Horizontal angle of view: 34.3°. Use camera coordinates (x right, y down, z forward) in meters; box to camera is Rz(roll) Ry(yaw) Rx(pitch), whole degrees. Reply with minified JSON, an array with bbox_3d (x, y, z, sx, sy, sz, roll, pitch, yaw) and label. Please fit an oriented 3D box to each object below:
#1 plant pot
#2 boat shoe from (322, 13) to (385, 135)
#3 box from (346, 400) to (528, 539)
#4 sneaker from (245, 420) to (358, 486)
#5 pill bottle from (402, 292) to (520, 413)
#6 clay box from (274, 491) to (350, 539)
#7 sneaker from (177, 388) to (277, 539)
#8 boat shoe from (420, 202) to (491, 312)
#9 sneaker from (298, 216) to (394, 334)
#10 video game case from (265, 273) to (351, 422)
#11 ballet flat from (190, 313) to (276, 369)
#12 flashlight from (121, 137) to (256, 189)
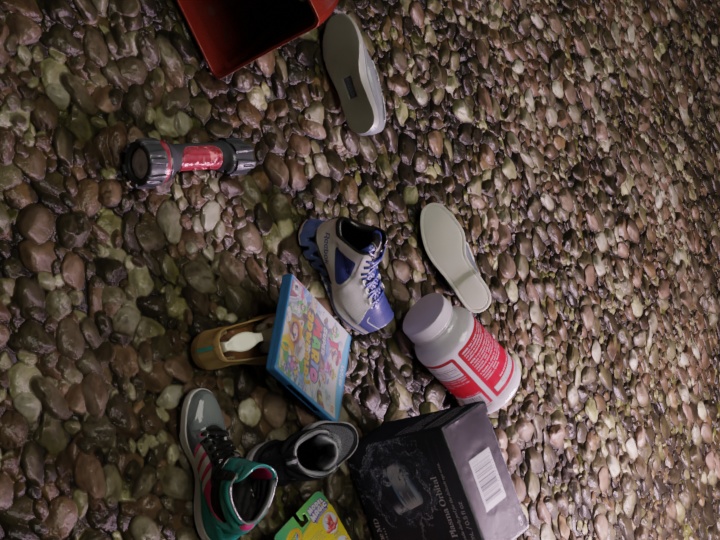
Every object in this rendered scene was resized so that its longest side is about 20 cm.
[{"bbox_3d":[-0.140,-0.425,1.700,0.201,0.199,0.176,64,32,-9],"label":"plant pot"},{"bbox_3d":[-0.007,-0.315,1.896,0.071,0.069,0.203,-6,80,-65],"label":"boat shoe"},{"bbox_3d":[0.108,0.314,1.687,0.117,0.199,0.199,-22,92,-49],"label":"box"},{"bbox_3d":[-0.053,0.248,1.597,0.199,0.113,0.076,-12,85,-44],"label":"sneaker"},{"bbox_3d":[0.160,0.131,1.875,0.200,0.112,0.113,46,48,-27],"label":"pill bottle"},{"bbox_3d":[-0.051,0.415,1.596,0.115,0.047,0.201,-39,104,-46],"label":"clay box"},{"bbox_3d":[-0.166,0.242,1.478,0.083,0.120,0.202,-2,78,-47],"label":"sneaker"},{"bbox_3d":[0.156,-0.020,1.979,0.201,0.072,0.062,61,-1,-2],"label":"boat shoe"},{"bbox_3d":[0.000,-0.001,1.747,0.200,0.114,0.081,57,45,-16],"label":"sneaker"},{"bbox_3d":[-0.070,0.115,1.654,0.200,0.018,0.145,50,42,-52],"label":"video game case"},{"bbox_3d":[-0.142,0.098,1.598,0.199,0.063,0.069,-15,88,-49],"label":"ballet flat"},{"bbox_3d":[-0.228,-0.149,1.589,0.199,0.068,0.068,-8,81,-47],"label":"flashlight"}]
